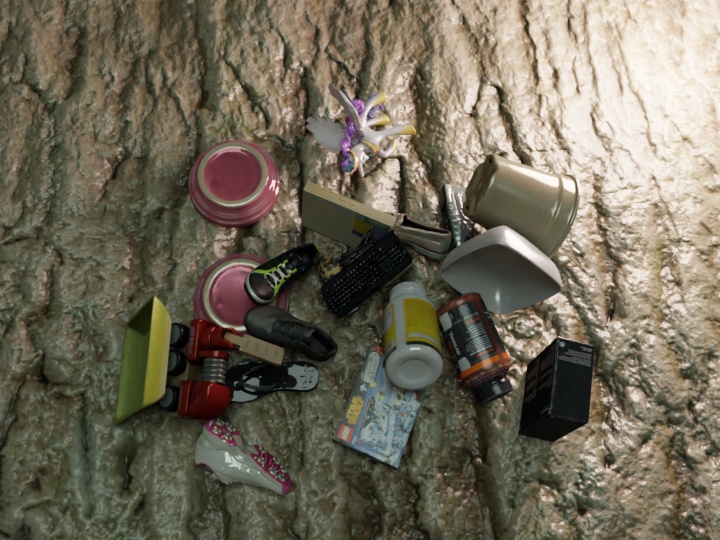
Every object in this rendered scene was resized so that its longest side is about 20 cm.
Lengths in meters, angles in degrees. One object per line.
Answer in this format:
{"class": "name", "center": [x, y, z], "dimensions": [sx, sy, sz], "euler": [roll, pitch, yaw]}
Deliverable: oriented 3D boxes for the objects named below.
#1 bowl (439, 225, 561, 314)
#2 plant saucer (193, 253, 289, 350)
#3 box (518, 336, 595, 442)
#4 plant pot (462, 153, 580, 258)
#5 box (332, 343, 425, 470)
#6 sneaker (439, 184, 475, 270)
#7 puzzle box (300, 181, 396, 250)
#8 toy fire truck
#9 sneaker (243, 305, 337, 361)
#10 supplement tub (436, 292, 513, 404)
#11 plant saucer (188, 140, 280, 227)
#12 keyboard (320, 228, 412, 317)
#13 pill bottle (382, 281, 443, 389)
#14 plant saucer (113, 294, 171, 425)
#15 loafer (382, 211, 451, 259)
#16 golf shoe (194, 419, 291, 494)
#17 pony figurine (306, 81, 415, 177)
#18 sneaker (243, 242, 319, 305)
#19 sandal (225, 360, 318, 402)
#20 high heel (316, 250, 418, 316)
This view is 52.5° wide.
{"class": "bowl", "center": [0.275, -0.008, 1.437], "dimensions": [0.197, 0.198, 0.076], "euler": [31, 55, -24]}
{"class": "plant saucer", "center": [-0.241, 0.056, 1.470], "dimensions": [0.194, 0.051, 0.206], "euler": [2, 69, -4]}
{"class": "box", "center": [0.364, 0.228, 1.365], "dimensions": [0.077, 0.201, 0.144], "euler": [15, 68, 2]}
{"class": "plant pot", "center": [0.313, -0.137, 1.483], "dimensions": [0.180, 0.200, 0.205], "euler": [23, 67, -11]}
{"class": "box", "center": [0.044, 0.262, 1.415], "dimensions": [0.134, 0.040, 0.204], "euler": [23, 69, 4]}
{"class": "sneaker", "center": [0.238, -0.095, 1.553], "dimensions": [0.112, 0.075, 0.205], "euler": [-3, 68, -8]}
{"class": "puzzle box", "center": [-0.028, -0.101, 1.503], "dimensions": [0.196, 0.134, 0.026], "euler": [23, 60, 4]}
{"class": "toy fire truck", "center": [-0.256, 0.184, 1.356], "dimensions": [0.195, 0.128, 0.181], "euler": [-7, 70, 28]}
{"class": "sneaker", "center": [-0.129, 0.117, 1.406], "dimensions": [0.196, 0.091, 0.078], "euler": [20, 78, -16]}
{"class": "supplement tub", "center": [0.227, 0.154, 1.434], "dimensions": [0.104, 0.107, 0.204], "euler": [-18, 71, -11]}
{"class": "plant saucer", "center": [-0.270, -0.194, 1.559], "dimensions": [0.194, 0.051, 0.206], "euler": [2, 69, -4]}
{"class": "keyboard", "center": [0.000, 0.000, 1.443], "dimensions": [0.199, 0.040, 0.105], "euler": [-38, 86, 12]}
{"class": "pill bottle", "center": [0.098, 0.119, 1.408], "dimensions": [0.109, 0.114, 0.203], "euler": [3, 40, -3]}
{"class": "plant saucer", "center": [-0.399, 0.172, 1.355], "dimensions": [0.047, 0.199, 0.206], "euler": [12, 65, -29]}
{"class": "loafer", "center": [0.099, -0.092, 1.533], "dimensions": [0.196, 0.064, 0.072], "euler": [24, 35, 7]}
{"class": "golf shoe", "center": [-0.219, 0.362, 1.351], "dimensions": [0.198, 0.075, 0.093], "euler": [34, 99, 4]}
{"class": "pony figurine", "center": [-0.004, -0.311, 1.592], "dimensions": [0.199, 0.167, 0.194], "euler": [-36, 82, -32]}
{"class": "sneaker", "center": [-0.151, -0.007, 1.439], "dimensions": [0.072, 0.083, 0.199], "euler": [49, 42, 1]}
{"class": "sandal", "center": [-0.179, 0.206, 1.419], "dimensions": [0.194, 0.043, 0.078], "euler": [-9, 69, -7]}
{"class": "high heel", "center": [0.011, -0.021, 1.504], "dimensions": [0.198, 0.072, 0.144], "euler": [-35, 81, -7]}
